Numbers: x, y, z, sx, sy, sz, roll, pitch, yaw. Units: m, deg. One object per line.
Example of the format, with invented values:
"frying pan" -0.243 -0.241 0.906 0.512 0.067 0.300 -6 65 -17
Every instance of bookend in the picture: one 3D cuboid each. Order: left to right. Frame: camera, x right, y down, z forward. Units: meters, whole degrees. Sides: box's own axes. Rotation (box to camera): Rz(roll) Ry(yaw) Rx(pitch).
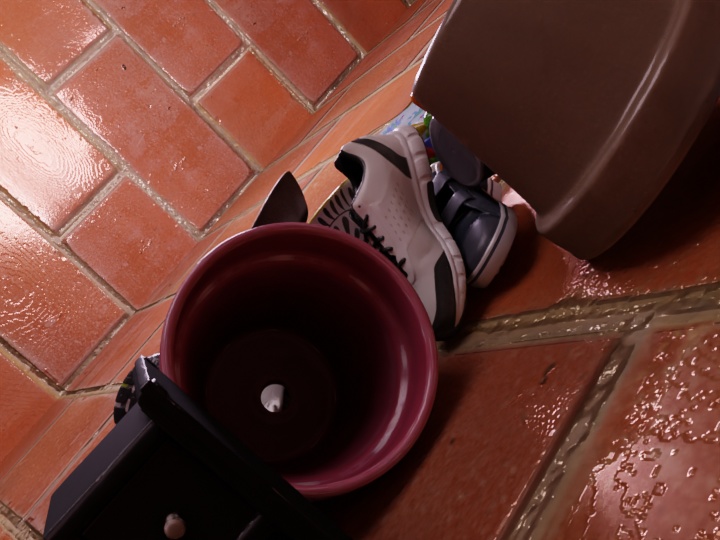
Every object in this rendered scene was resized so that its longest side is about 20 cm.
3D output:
"bookend" -0.118 0.192 0.485 0.199 0.200 0.092 -47 14 -10

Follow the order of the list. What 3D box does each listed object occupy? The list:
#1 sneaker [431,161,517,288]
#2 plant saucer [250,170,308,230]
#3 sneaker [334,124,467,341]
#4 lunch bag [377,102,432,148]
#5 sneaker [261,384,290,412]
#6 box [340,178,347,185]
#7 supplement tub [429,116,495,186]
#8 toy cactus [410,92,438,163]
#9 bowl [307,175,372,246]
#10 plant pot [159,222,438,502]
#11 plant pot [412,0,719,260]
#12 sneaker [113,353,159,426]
"sneaker" 0.089 -0.048 0.774 0.079 0.079 0.200 -62 7 18
"plant saucer" -0.096 -0.001 0.846 0.200 0.037 0.201 -157 90 -89
"sneaker" 0.032 -0.030 0.729 0.080 0.201 0.074 -9 -23 -22
"lunch bag" 0.080 -0.168 1.140 0.200 0.082 0.161 -42 14 15
"sneaker" -0.096 0.154 0.783 0.080 0.076 0.200 -15 34 53
"box" -0.032 -0.032 0.986 0.144 0.036 0.200 -52 -9 -32
"supplement tub" 0.158 -0.154 0.751 0.200 0.107 0.107 -33 10 -18
"toy cactus" 0.140 -0.167 0.961 0.199 0.103 0.165 -27 30 -7
"bowl" 0.000 0.000 0.831 0.201 0.094 0.201 -53 -9 -13
"plant pot" -0.060 0.085 0.670 0.200 0.200 0.179 -52 0 -24
"plant pot" 0.136 -0.134 0.605 0.201 0.174 0.200 -62 -1 -2
"sneaker" -0.194 0.167 0.851 0.081 0.074 0.201 -48 -33 -58
